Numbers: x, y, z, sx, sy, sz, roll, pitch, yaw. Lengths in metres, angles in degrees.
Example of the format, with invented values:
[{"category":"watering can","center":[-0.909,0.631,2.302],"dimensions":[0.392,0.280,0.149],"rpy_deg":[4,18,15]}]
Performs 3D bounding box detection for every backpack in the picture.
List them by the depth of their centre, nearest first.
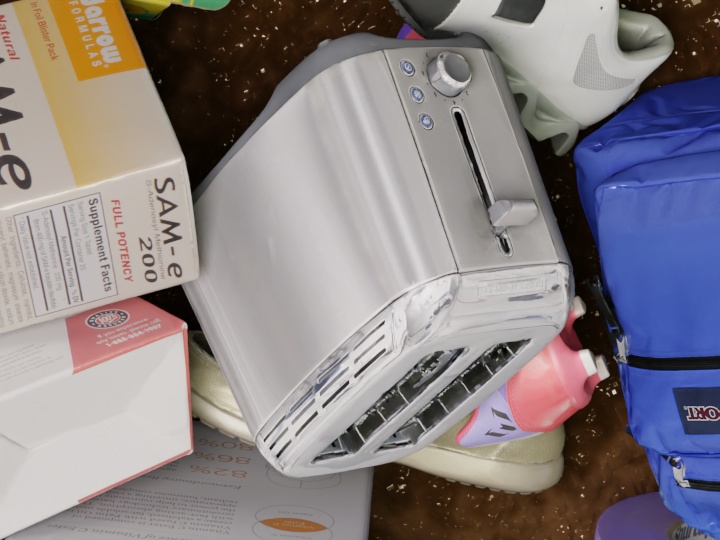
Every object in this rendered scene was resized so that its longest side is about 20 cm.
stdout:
[{"category":"backpack","center":[0.182,0.024,1.004],"dimensions":[0.162,0.168,0.201],"rpy_deg":[-4,109,36]}]

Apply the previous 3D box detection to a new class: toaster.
[{"category":"toaster","center":[0.000,0.000,0.957],"dimensions":[0.200,0.113,0.130],"rpy_deg":[-44,60,42]}]

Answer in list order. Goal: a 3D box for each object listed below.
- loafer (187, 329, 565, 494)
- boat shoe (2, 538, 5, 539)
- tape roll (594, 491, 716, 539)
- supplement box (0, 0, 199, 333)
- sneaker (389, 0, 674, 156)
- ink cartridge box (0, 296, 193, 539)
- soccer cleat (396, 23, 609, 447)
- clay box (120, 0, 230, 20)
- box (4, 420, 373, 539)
[{"category":"loafer","center":[0.005,0.052,1.069],"dimensions":[0.199,0.076,0.069],"rpy_deg":[11,101,-11]},{"category":"boat shoe","center":[-0.208,0.190,1.093],"dimensions":[0.074,0.073,0.201],"rpy_deg":[42,127,19]},{"category":"tape roll","center":[0.198,0.171,1.023],"dimensions":[0.198,0.200,0.086],"rpy_deg":[9,103,-1]},{"category":"supplement box","center":[-0.179,-0.036,0.941],"dimensions":[0.199,0.126,0.074],"rpy_deg":[-16,138,-11]},{"category":"sneaker","center":[0.065,-0.132,0.981],"dimensions":[0.088,0.074,0.200],"rpy_deg":[-34,139,21]},{"category":"ink cartridge box","center":[-0.179,0.037,0.998],"dimensions":[0.116,0.199,0.068],"rpy_deg":[-21,122,-36]},{"category":"soccer cleat","center":[0.045,-0.019,1.025],"dimensions":[0.076,0.067,0.201],"rpy_deg":[-25,76,11]},{"category":"clay box","center":[-0.150,-0.180,0.996],"dimensions":[0.199,0.048,0.116],"rpy_deg":[9,83,-18]},{"category":"box","center":[-0.074,0.146,1.022],"dimensions":[0.151,0.200,0.107],"rpy_deg":[6,103,1]}]
